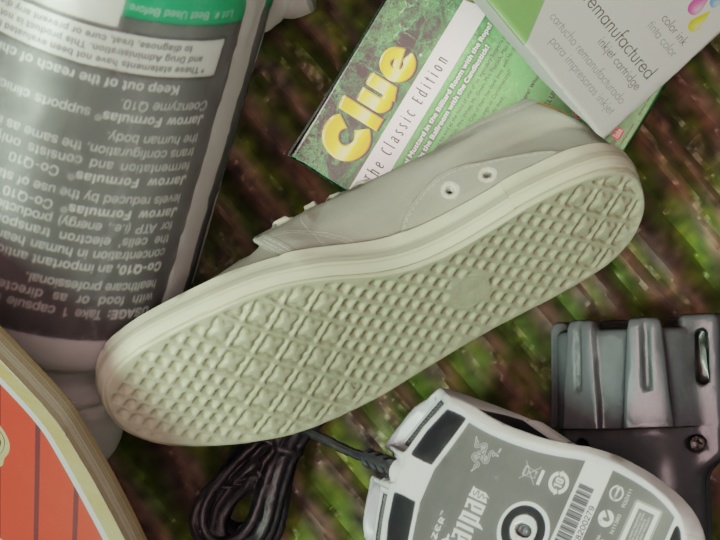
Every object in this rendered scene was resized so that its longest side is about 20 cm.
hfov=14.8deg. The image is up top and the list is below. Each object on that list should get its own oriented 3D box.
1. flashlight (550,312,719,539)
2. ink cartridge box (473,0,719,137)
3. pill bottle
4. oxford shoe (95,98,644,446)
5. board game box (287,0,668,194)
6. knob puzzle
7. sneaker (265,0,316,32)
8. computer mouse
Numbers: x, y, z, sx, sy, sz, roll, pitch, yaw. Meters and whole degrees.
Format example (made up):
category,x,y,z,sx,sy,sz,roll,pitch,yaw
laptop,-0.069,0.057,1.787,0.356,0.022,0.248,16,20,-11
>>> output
category,x,y,z,sx,sy,sz,roll,pitch,yaw
flashlight,0.093,0.118,0.978,0.067,0.068,0.202,-2,88,-23
ink cartridge box,0.112,-0.157,0.918,0.200,0.067,0.117,-43,126,3
pill bottle,-0.102,-0.038,0.931,0.112,0.113,0.201,19,115,3
oxford shoe,0.000,0.000,0.940,0.199,0.075,0.058,-25,49,-13
board game box,0.069,-0.099,0.991,0.104,0.023,0.201,32,92,0
knob puzzle,-0.160,0.064,0.920,0.219,0.220,0.031,36,51,2
sneaker,-0.097,-0.159,0.976,0.080,0.070,0.201,-31,90,6
computer mouse,0.037,0.083,0.955,0.199,0.044,0.110,25,87,34
